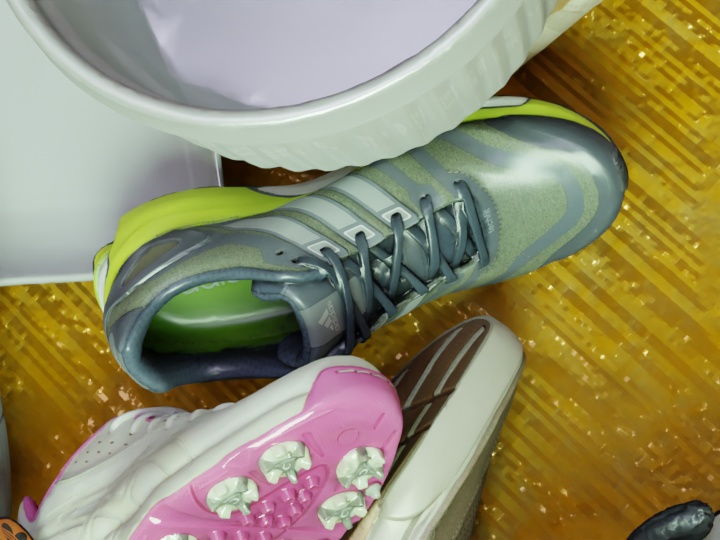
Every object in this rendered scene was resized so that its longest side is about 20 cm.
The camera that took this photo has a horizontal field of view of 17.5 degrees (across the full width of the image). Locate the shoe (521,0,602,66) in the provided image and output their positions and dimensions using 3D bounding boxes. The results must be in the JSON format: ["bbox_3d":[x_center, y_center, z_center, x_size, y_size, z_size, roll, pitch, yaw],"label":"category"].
[{"bbox_3d":[0.062,-0.122,0.866,0.200,0.053,0.070,-42,93,3],"label":"shoe"}]

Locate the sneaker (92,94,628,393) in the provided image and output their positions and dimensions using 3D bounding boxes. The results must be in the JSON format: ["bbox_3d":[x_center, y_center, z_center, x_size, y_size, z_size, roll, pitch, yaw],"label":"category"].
[{"bbox_3d":[0.000,0.000,0.823,0.200,0.074,0.081,-19,27,8],"label":"sneaker"}]

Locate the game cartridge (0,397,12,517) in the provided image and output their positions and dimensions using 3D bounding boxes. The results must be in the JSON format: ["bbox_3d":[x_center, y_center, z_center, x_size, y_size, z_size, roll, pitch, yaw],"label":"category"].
[{"bbox_3d":[-0.210,0.022,0.859,0.133,0.042,0.200,-15,109,16],"label":"game cartridge"}]

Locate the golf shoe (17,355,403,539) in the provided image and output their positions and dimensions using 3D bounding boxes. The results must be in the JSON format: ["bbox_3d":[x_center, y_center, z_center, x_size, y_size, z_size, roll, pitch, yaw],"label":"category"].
[{"bbox_3d":[-0.064,0.075,0.810,0.200,0.075,0.092,-41,48,33],"label":"golf shoe"}]

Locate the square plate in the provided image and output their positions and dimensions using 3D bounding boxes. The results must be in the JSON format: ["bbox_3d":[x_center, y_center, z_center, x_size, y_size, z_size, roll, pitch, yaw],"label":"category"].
[{"bbox_3d":[-0.143,-0.091,0.917,0.198,0.028,0.201,-4,86,20],"label":"square plate"}]

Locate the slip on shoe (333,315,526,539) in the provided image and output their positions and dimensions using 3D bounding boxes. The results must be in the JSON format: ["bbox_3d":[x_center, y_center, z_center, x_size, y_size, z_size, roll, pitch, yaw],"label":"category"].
[{"bbox_3d":[0.009,0.111,0.816,0.061,0.076,0.200,35,73,-18],"label":"slip on shoe"}]

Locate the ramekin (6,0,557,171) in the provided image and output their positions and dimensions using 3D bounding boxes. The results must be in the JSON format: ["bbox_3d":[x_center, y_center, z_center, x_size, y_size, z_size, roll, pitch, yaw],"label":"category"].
[{"bbox_3d":[-0.020,-0.128,0.791,0.200,0.105,0.201,-3,75,12],"label":"ramekin"}]

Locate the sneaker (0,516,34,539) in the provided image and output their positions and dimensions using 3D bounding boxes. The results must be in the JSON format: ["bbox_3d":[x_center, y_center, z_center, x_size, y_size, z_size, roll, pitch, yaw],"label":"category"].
[{"bbox_3d":[-0.184,0.149,0.845,0.200,0.090,0.070,-35,92,42],"label":"sneaker"}]

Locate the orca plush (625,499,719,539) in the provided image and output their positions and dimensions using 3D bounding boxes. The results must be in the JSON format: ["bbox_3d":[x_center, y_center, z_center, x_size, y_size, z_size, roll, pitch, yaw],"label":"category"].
[{"bbox_3d":[0.138,0.082,0.774,0.200,0.105,0.071,-48,23,24],"label":"orca plush"}]
